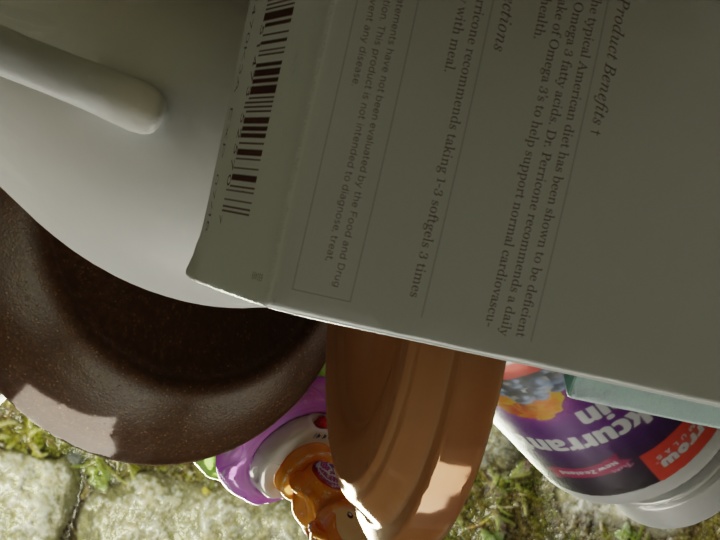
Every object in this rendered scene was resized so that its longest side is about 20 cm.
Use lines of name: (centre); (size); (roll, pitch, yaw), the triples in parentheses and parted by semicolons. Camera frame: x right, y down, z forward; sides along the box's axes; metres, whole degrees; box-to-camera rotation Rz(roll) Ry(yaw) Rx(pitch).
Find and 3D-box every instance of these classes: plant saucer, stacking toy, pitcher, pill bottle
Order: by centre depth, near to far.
pitcher: (-0.092, -0.063, 0.752); (0.200, 0.121, 0.172); (22, -174, 6)
plant saucer: (0.018, 0.006, 0.823); (0.032, 0.201, 0.200); (7, -179, -13)
plant saucer: (-0.076, -0.021, 0.884); (0.200, 0.201, 0.037); (12, 168, -32)
stacking toy: (-0.045, 0.064, 0.971); (0.116, 0.110, 0.200); (17, -154, -46)
pill bottle: (0.106, 0.037, 0.977); (0.111, 0.112, 0.200); (12, 157, 41)

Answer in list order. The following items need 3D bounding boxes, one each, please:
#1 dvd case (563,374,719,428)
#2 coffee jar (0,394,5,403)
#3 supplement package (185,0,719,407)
dvd case: (0.196, 0.008, 0.859); (0.200, 0.146, 0.022); (12, -149, -9)
coffee jar: (-0.151, -0.037, 1.021); (0.085, 0.200, 0.104); (35, 178, -4)
supplement package: (0.064, -0.028, 0.654); (0.200, 0.117, 0.117); (13, 180, -16)
